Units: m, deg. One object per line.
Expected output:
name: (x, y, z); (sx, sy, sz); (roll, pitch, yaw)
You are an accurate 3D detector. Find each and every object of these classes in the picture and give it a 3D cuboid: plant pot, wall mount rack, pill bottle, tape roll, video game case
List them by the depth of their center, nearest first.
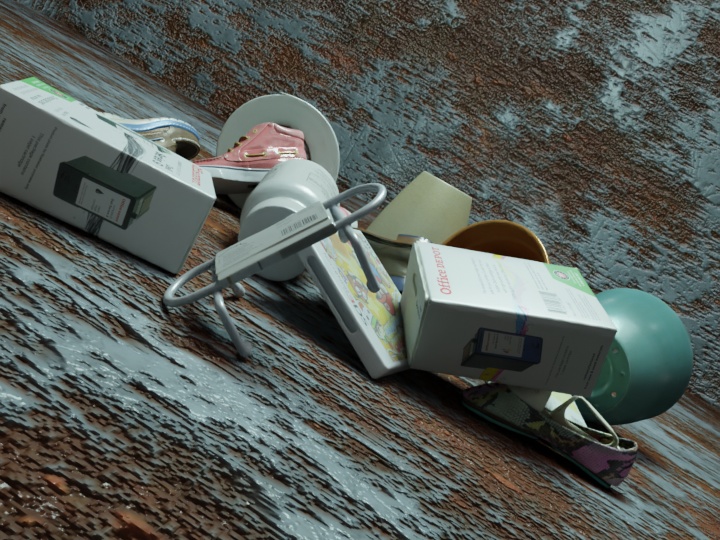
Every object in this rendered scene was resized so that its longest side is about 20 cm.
wall mount rack: (-0.062, -0.006, 0.640); (0.075, 0.198, 0.174); (65, -2, -22)
video game case: (0.006, 0.026, 0.820); (0.183, 0.023, 0.200); (58, 15, 13)
pill bottle: (-0.088, -0.063, 0.932); (0.114, 0.115, 0.200); (28, 19, -7)
plant pot: (0.357, 0.131, 1.093); (0.200, 0.202, 0.160); (35, 22, 33)
plant pot: (0.206, 0.046, 1.131); (0.200, 0.201, 0.140); (37, -5, 43)
plant pot: (0.097, -0.053, 1.247); (0.186, 0.201, 0.187); (29, 8, -5)
tape roll: (-0.133, -0.189, 1.263); (0.201, 0.204, 0.139); (28, 8, -6)

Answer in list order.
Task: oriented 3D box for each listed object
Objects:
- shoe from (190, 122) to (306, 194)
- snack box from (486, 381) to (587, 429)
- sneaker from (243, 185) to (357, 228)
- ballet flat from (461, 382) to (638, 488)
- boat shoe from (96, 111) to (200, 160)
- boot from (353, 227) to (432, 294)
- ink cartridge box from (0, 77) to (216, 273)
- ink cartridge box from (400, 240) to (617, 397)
shoe: (-0.177, -0.170, 1.142); (0.198, 0.092, 0.071); (-1, -13, -16)
snack box: (0.215, 0.159, 0.947); (0.115, 0.037, 0.200); (31, 8, 6)
sneaker: (-0.099, -0.076, 1.101); (0.104, 0.076, 0.199); (22, -3, -42)
ballet flat: (0.207, 0.158, 0.809); (0.199, 0.072, 0.069); (29, 11, 0)
boat shoe: (-0.282, -0.152, 0.981); (0.199, 0.072, 0.073); (-10, 67, -54)
boot: (0.000, 0.000, 1.009); (0.197, 0.075, 0.097); (1, 42, 16)
ink cartridge box: (-0.241, -0.092, 0.707); (0.199, 0.085, 0.146); (27, 9, -19)
ink cartridge box: (0.148, 0.047, 0.810); (0.197, 0.088, 0.146); (11, 25, -7)
